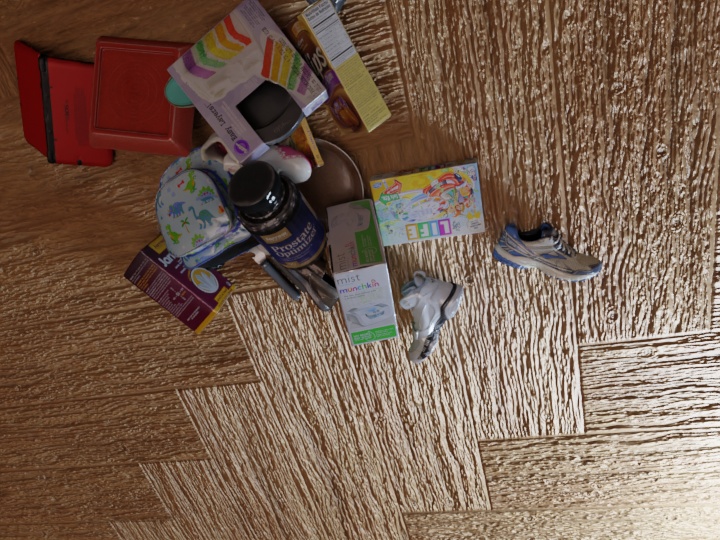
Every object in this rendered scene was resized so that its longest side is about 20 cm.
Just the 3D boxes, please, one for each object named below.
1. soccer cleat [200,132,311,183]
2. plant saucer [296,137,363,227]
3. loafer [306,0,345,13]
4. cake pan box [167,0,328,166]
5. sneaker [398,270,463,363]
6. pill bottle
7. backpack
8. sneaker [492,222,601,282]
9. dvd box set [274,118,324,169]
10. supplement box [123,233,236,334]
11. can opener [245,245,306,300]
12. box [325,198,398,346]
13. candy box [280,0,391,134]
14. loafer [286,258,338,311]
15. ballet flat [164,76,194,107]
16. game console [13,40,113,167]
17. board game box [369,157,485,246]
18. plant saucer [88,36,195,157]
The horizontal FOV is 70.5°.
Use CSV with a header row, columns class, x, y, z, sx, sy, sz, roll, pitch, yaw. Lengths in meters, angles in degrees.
class,x,y,z,sx,sy,sz,roll,pitch,yaw
soccer cleat,-0.183,-0.185,0.880,0.198,0.087,0.070,21,135,15
plant saucer,-0.089,-0.160,0.986,0.197,0.037,0.203,5,119,8
loafer,-0.113,-0.471,0.805,0.199,0.073,0.073,32,124,-6
cake pan box,-0.175,-0.296,0.817,0.183,0.052,0.201,-37,92,5
sneaker,0.121,0.094,1.063,0.114,0.075,0.202,26,115,-3
pill bottle,-0.139,-0.092,0.873,0.110,0.113,0.200,-10,151,16
backpack,-0.288,-0.122,0.959,0.181,0.147,0.202,-25,82,16
sneaker,0.353,-0.039,0.946,0.197,0.077,0.086,12,116,4
dvd box set,-0.167,-0.258,0.922,0.145,0.029,0.202,-17,100,23
supplement box,-0.385,0.024,1.099,0.200,0.111,0.086,41,117,-12
can opener,-0.184,-0.022,1.072,0.052,0.067,0.200,-39,112,6
box,0.000,0.000,0.936,0.095,0.201,0.178,-11,129,1
candy box,-0.042,-0.323,0.831,0.056,0.116,0.201,-38,114,-13
loafer,-0.102,-0.009,1.058,0.071,0.073,0.201,-31,114,13
ballet flat,-0.249,-0.351,0.885,0.199,0.071,0.069,-33,117,9
game console,-0.580,-0.324,1.003,0.170,0.119,0.202,-1,124,-25
board game box,0.128,-0.127,0.963,0.197,0.034,0.136,-8,117,15
plant saucer,-0.397,-0.316,0.913,0.197,0.037,0.203,7,94,5
